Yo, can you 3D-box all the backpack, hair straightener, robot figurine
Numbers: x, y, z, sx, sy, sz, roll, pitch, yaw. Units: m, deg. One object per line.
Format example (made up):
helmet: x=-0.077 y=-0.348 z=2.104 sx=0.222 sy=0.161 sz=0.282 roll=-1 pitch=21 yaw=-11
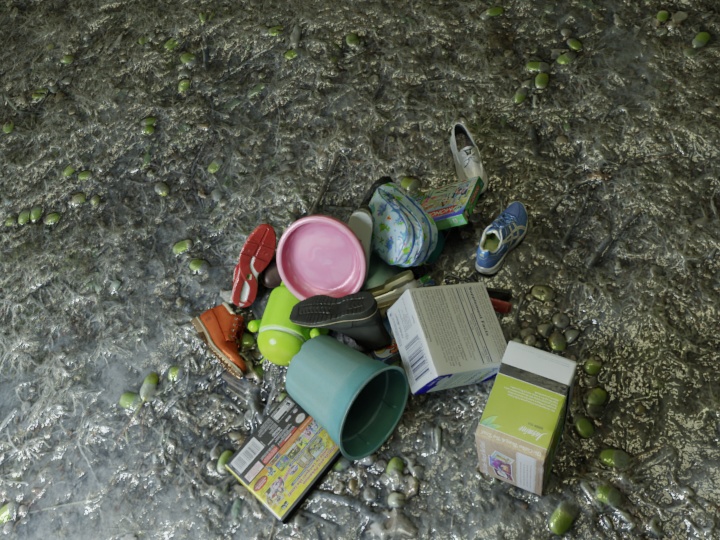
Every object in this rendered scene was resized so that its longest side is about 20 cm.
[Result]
backpack: x=0.078 y=-0.091 z=1.658 sx=0.199 sy=0.153 sz=0.165 roll=37 pitch=113 yaw=19
hair straightener: x=0.235 y=0.040 z=1.639 sx=0.195 sy=0.042 sz=0.078 roll=10 pitch=46 yaw=9
robot figurine: x=-0.160 y=0.117 z=1.651 sx=0.171 sy=0.117 sz=0.204 roll=5 pitch=59 yaw=15

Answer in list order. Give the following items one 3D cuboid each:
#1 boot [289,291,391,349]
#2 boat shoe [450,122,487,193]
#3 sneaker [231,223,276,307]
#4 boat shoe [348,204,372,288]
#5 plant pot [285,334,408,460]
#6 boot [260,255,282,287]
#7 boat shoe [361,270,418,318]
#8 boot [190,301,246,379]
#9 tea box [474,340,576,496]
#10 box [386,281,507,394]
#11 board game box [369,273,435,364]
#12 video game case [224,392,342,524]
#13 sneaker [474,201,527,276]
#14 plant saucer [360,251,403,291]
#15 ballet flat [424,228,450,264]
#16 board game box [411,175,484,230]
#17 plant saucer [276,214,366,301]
boot: x=-0.040 y=0.122 z=1.581 sx=0.195 sy=0.140 sz=0.079 roll=-3 pitch=47 yaw=25
boat shoe: x=0.264 y=-0.278 z=1.835 sx=0.070 sy=0.069 sz=0.204 roll=-10 pitch=56 yaw=6
sneaker: x=-0.259 y=-0.029 z=1.742 sx=0.203 sy=0.077 sz=0.116 roll=-64 pitch=25 yaw=14
boat shoe: x=-0.005 y=-0.042 z=1.628 sx=0.069 sy=0.204 sz=0.064 roll=15 pitch=24 yaw=4
plant pot: x=-0.037 y=0.238 z=1.510 sx=0.194 sy=0.202 sz=0.201 roll=30 pitch=68 yaw=36
boot: x=-0.131 y=-0.019 z=1.708 sx=0.197 sy=0.166 sz=0.074 roll=-28 pitch=99 yaw=-12
boat shoe: x=0.035 y=0.073 z=1.613 sx=0.197 sy=0.070 sz=0.075 roll=-25 pitch=10 yaw=17
boot: x=-0.295 y=0.152 z=1.691 sx=0.106 sy=0.076 sz=0.200 roll=-33 pitch=55 yaw=-15
tea box: x=0.306 y=0.276 z=1.389 sx=0.131 sy=0.201 sz=0.199 roll=17 pitch=64 yaw=22
box: x=0.178 y=0.133 z=1.501 sx=0.196 sy=0.105 sz=0.188 roll=-4 pitch=63 yaw=-30
board game box: x=0.097 y=0.111 z=1.644 sx=0.197 sy=0.035 sz=0.137 roll=-29 pitch=56 yaw=-6
video game case: x=-0.152 y=0.380 z=1.537 sx=0.179 sy=0.026 sz=0.200 roll=33 pitch=69 yaw=29
sneaker: x=0.322 y=-0.082 z=1.691 sx=0.074 sy=0.078 sz=0.202 roll=20 pitch=63 yaw=26
plant saucer: x=0.000 y=0.000 z=1.715 sx=0.196 sy=0.039 sz=0.204 roll=-11 pitch=45 yaw=11
ballet flat: x=0.172 y=-0.093 z=1.749 sx=0.068 sy=0.070 sz=0.202 roll=18 pitch=59 yaw=23
board game box: x=0.178 y=-0.142 z=1.721 sx=0.197 sy=0.029 sz=0.136 roll=-13 pitch=36 yaw=41
plant saucer: x=-0.079 y=-0.023 z=1.589 sx=0.195 sy=0.205 sz=0.051 roll=1 pitch=22 yaw=14
